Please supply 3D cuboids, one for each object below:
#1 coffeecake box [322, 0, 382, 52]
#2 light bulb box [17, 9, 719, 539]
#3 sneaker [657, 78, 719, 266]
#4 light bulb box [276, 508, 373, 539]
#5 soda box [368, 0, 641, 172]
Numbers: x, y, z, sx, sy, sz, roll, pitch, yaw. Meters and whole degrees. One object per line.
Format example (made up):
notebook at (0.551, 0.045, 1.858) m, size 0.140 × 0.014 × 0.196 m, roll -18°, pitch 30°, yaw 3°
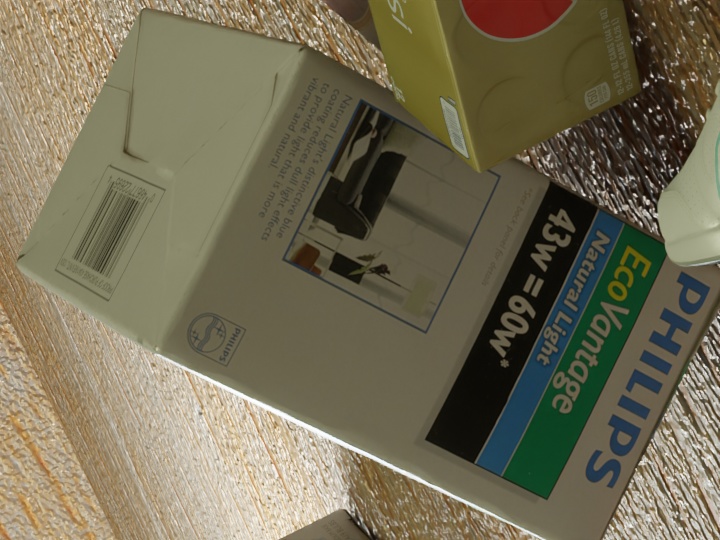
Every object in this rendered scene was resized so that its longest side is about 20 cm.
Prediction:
coffeecake box at (0.000, -0.182, 1.101) m, size 0.200 × 0.073 × 0.154 m, roll 45°, pitch 155°, yaw 49°
light bulb box at (0.000, 0.000, 1.097) m, size 0.200 × 0.125 × 0.198 m, roll 27°, pitch 179°, yaw -23°
sneaker at (0.144, -0.053, 0.870) m, size 0.200 × 0.070 × 0.080 m, roll 141°, pitch 111°, yaw -68°
light bulb box at (0.002, 0.292, 1.767) m, size 0.198 × 0.125 × 0.200 m, roll 39°, pitch 151°, yaw 58°
soda box at (0.031, -0.137, 0.897) m, size 0.064 × 0.068 × 0.200 m, roll 46°, pitch 158°, yaw 51°
